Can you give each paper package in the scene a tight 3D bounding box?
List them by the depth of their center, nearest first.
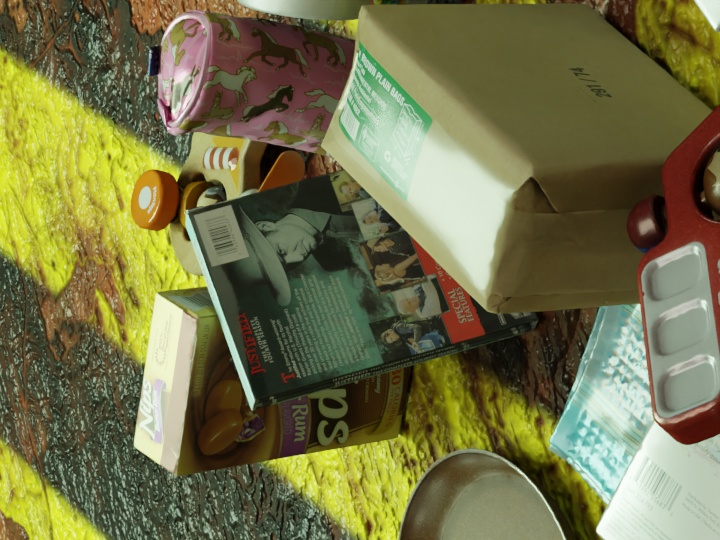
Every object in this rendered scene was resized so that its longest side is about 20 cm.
[{"bbox_3d":[0.107,-0.070,1.434,0.200,0.190,0.104,48,130,42],"label":"paper package"}]

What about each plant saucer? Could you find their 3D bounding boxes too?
[{"bbox_3d":[0.094,0.218,1.624,0.200,0.032,0.201,10,102,55],"label":"plant saucer"}]

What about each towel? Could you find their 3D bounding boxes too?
[{"bbox_3d":[0.195,0.108,1.476,0.200,0.022,0.147,48,131,41],"label":"towel"}]

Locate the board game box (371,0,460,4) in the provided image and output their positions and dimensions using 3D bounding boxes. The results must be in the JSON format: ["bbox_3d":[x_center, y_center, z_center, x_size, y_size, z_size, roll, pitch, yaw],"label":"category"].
[{"bbox_3d":[0.034,-0.288,1.633,0.165,0.057,0.200,56,136,38],"label":"board game box"}]

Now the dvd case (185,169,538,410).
[{"bbox_3d":[0.000,0.000,1.596,0.022,0.200,0.146,107,145,-63],"label":"dvd case"}]

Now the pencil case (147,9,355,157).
[{"bbox_3d":[-0.043,-0.120,1.640,0.086,0.200,0.083,-18,68,54],"label":"pencil case"}]

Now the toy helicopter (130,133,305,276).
[{"bbox_3d":[-0.088,-0.084,1.818,0.132,0.079,0.200,49,119,49],"label":"toy helicopter"}]

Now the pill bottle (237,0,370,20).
[{"bbox_3d":[-0.027,-0.269,1.574,0.114,0.114,0.200,24,113,51],"label":"pill bottle"}]

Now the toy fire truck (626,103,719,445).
[{"bbox_3d":[0.217,-0.021,1.281,0.168,0.112,0.200,-25,50,27],"label":"toy fire truck"}]

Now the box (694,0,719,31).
[{"bbox_3d":[0.221,-0.253,1.322,0.200,0.106,0.152,62,139,29],"label":"box"}]

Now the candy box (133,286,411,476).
[{"bbox_3d":[-0.054,0.067,1.669,0.056,0.200,0.117,29,117,44],"label":"candy box"}]

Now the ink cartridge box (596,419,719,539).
[{"bbox_3d":[0.230,0.097,1.360,0.116,0.067,0.200,41,112,41],"label":"ink cartridge box"}]
